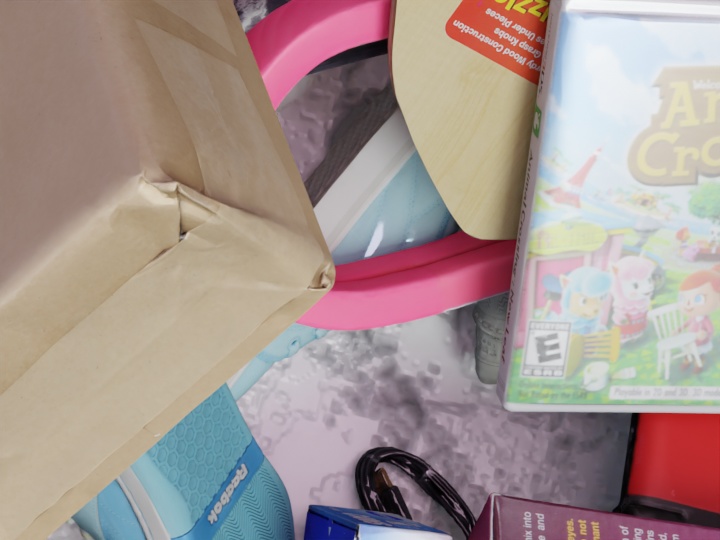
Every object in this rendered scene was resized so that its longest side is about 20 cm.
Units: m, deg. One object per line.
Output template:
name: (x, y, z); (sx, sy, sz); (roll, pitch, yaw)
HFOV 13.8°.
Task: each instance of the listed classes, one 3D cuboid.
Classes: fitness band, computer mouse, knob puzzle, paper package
fitness band: (0.022, -0.053, 1.218); (0.200, 0.037, 0.144); (-15, 116, -29)
computer mouse: (0.043, 0.171, 1.295); (0.059, 0.034, 0.200); (-17, 81, -16)
knob puzzle: (0.096, -0.098, 1.188); (0.220, 0.030, 0.220); (-5, 121, -9)
paper package: (-0.126, -0.024, 1.111); (0.191, 0.200, 0.103); (-41, 134, 21)

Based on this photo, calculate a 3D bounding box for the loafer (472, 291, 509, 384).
loafer: (0.144, 0.028, 1.324); (0.200, 0.070, 0.070); (6, 112, -16)

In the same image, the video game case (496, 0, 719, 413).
video game case: (0.163, -0.025, 1.204); (0.200, 0.022, 0.182); (1, 114, -12)

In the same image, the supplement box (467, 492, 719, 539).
supplement box: (0.130, 0.180, 1.216); (0.200, 0.131, 0.103); (10, 50, -12)

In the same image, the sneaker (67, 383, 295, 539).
sneaker: (-0.108, 0.087, 1.242); (0.080, 0.131, 0.200); (-50, 134, -40)

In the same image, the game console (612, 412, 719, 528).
game console: (0.191, 0.115, 1.308); (0.200, 0.119, 0.172); (15, 70, -14)

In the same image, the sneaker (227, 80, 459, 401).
sneaker: (0.000, 0.000, 1.279); (0.082, 0.074, 0.200); (43, 79, -11)

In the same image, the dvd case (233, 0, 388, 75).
dvd case: (-0.068, -0.140, 1.170); (0.149, 0.200, 0.016); (-15, 50, 3)

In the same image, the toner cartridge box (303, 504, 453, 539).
toner cartridge box: (-0.005, 0.201, 1.228); (0.043, 0.095, 0.200); (7, 89, -14)
